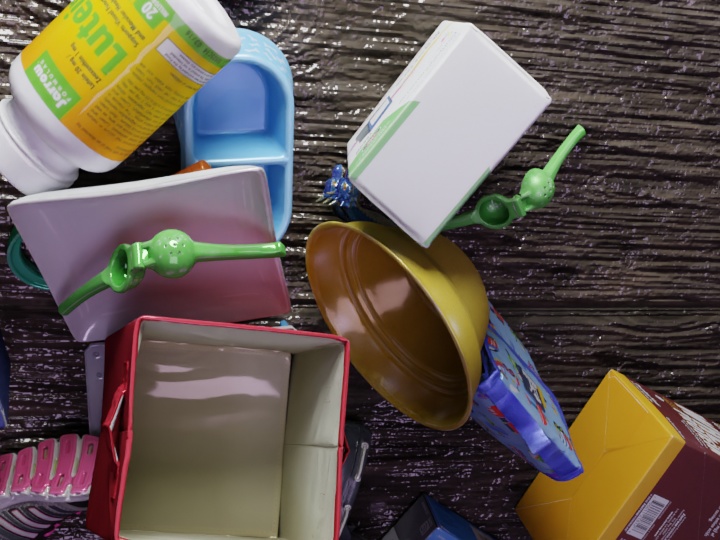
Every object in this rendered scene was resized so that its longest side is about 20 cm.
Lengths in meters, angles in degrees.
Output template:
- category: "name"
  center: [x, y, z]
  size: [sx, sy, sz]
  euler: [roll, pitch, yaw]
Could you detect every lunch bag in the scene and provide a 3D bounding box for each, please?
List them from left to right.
- category: "lunch bag"
  center: [0.124, 0.109, 1.003]
  size: [0.094, 0.200, 0.151]
  euler: [-39, 120, 5]

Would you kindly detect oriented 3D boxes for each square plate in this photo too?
- category: "square plate"
  center: [-0.164, -0.014, 0.889]
  size: [0.196, 0.029, 0.199]
  euler: [-8, 145, -1]

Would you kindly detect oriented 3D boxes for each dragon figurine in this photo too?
- category: "dragon figurine"
  center: [0.000, 0.000, 0.989]
  size: [0.097, 0.059, 0.203]
  euler: [6, 112, -8]

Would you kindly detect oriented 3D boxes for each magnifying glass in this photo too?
- category: "magnifying glass"
  center: [-0.208, -0.039, 0.898]
  size: [0.198, 0.023, 0.080]
  euler: [-26, 132, 14]

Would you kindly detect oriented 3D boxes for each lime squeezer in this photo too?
- category: "lime squeezer"
  center: [-0.163, -0.005, 0.844]
  size: [0.197, 0.071, 0.038]
  euler: [-16, 86, 10]
- category: "lime squeezer"
  center: [0.133, -0.073, 0.992]
  size: [0.198, 0.071, 0.038]
  euler: [-31, 137, -1]

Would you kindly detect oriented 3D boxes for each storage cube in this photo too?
- category: "storage cube"
  center: [-0.122, 0.140, 0.889]
  size: [0.197, 0.179, 0.174]
  euler: [7, 79, -21]

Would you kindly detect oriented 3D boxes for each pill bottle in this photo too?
- category: "pill bottle"
  center: [-0.197, -0.148, 0.827]
  size: [0.199, 0.112, 0.111]
  euler: [-40, 120, 11]

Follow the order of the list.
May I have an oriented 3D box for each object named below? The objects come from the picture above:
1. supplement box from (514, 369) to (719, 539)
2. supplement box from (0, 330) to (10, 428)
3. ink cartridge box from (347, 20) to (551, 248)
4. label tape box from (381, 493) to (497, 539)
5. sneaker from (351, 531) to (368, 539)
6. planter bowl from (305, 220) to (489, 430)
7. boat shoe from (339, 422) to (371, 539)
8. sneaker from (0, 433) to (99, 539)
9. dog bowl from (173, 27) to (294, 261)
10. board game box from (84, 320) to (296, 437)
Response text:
- category: "supplement box"
  center: [0.317, 0.253, 1.171]
  size: [0.198, 0.133, 0.199]
  euler: [26, 105, -26]
- category: "supplement box"
  center: [-0.398, 0.078, 0.876]
  size: [0.196, 0.110, 0.111]
  euler: [-12, 118, -11]
- category: "ink cartridge box"
  center: [0.062, -0.118, 0.870]
  size: [0.087, 0.200, 0.146]
  euler: [39, 101, -8]
- category: "label tape box"
  center: [0.061, 0.362, 1.182]
  size: [0.143, 0.063, 0.201]
  euler: [36, 101, -27]
- category: "sneaker"
  center: [0.006, 0.341, 1.086]
  size: [0.076, 0.200, 0.079]
  euler: [-48, 157, 13]
- category: "planter bowl"
  center: [0.048, 0.027, 0.899]
  size: [0.083, 0.199, 0.203]
  euler: [-35, 122, -25]
- category: "boat shoe"
  center: [-0.032, 0.250, 1.072]
  size: [0.059, 0.076, 0.204]
  euler: [11, 97, -16]
- category: "sneaker"
  center: [-0.291, 0.213, 0.988]
  size: [0.196, 0.074, 0.088]
  euler: [-13, 126, 5]
- category: "dog bowl"
  center: [-0.107, -0.100, 0.918]
  size: [0.109, 0.050, 0.203]
  euler: [-4, 115, -15]
- category: "board game box"
  center: [-0.159, 0.147, 1.032]
  size: [0.196, 0.026, 0.203]
  euler: [-4, 116, -16]
